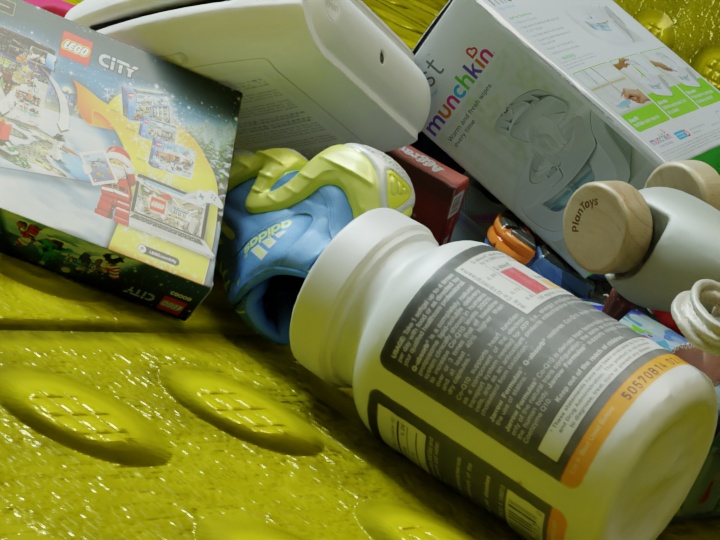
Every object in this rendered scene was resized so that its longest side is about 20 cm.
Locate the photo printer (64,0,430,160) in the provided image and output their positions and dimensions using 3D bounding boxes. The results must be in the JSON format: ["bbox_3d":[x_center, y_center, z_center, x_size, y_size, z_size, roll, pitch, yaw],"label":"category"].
[{"bbox_3d":[-0.069,-0.119,1.302,0.165,0.070,0.200,-9,-18,21],"label":"photo printer"}]

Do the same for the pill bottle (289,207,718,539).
[{"bbox_3d":[0.068,0.055,1.112,0.200,0.117,0.116,33,14,27],"label":"pill bottle"}]

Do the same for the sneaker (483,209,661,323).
[{"bbox_3d":[0.133,0.033,1.431,0.200,0.078,0.075,32,18,-35],"label":"sneaker"}]

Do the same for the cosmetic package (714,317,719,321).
[{"bbox_3d":[0.356,0.058,1.434,0.200,0.165,0.165,41,7,-22],"label":"cosmetic package"}]

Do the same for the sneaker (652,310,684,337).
[{"bbox_3d":[0.193,0.011,1.538,0.199,0.116,0.078,17,15,-35],"label":"sneaker"}]

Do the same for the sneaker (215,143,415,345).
[{"bbox_3d":[-0.061,-0.012,1.227,0.076,0.105,0.200,42,-30,-25],"label":"sneaker"}]

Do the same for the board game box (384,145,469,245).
[{"bbox_3d":[-0.029,-0.061,1.427,0.199,0.103,0.019,30,37,20],"label":"board game box"}]

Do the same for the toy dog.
[{"bbox_3d":[0.183,0.024,1.168,0.131,0.097,0.200,3,32,-23],"label":"toy dog"}]

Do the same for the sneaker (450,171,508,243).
[{"bbox_3d":[0.118,-0.042,1.494,0.081,0.089,0.200,4,20,41],"label":"sneaker"}]

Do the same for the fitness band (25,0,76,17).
[{"bbox_3d":[-0.199,-0.161,1.660,0.143,0.038,0.200,23,11,1],"label":"fitness band"}]

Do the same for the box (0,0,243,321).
[{"bbox_3d":[-0.165,-0.069,1.171,0.199,0.038,0.137,22,50,-19],"label":"box"}]

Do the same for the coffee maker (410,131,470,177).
[{"bbox_3d":[0.018,-0.094,1.579,0.192,0.135,0.200,14,18,-46],"label":"coffee maker"}]

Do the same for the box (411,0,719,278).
[{"bbox_3d":[0.141,-0.104,1.436,0.176,0.097,0.200,41,25,12],"label":"box"}]

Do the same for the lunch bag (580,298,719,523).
[{"bbox_3d":[0.149,0.074,1.283,0.160,0.083,0.200,29,12,28],"label":"lunch bag"}]
